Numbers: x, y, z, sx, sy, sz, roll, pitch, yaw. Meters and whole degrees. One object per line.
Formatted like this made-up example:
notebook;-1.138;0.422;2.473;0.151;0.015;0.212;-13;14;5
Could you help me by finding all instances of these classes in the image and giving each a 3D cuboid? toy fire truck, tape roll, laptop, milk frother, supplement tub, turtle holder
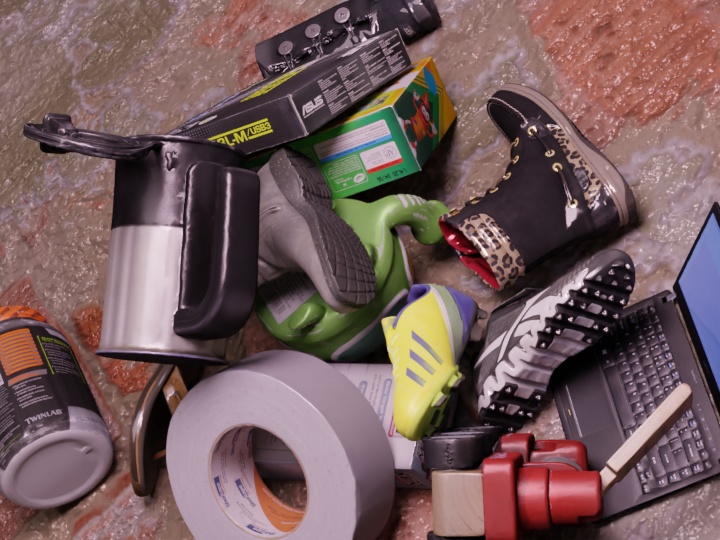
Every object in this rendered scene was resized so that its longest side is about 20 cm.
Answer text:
toy fire truck;0.158;0.154;1.109;0.200;0.176;0.129;-3;86;12
tape roll;-0.072;0.173;1.244;0.200;0.066;0.200;9;108;30
laptop;0.236;0.077;1.150;0.200;0.103;0.177;-25;52;18
milk frother;-0.192;-0.023;1.192;0.180;0.200;0.188;161;114;-69
supplement tub;-0.340;0.136;1.474;0.123;0.123;0.200;-40;49;7
turtle holder;-0.010;0.001;1.334;0.141;0.132;0.186;16;72;39

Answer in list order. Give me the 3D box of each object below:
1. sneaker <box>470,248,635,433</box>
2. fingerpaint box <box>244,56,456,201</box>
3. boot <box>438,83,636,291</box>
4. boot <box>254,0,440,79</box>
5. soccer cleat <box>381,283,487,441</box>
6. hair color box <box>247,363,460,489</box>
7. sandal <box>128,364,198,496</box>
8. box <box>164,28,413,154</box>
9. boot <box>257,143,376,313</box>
sneaker;0.153;0.043;1.217;0.200;0.066;0.091;-54;37;28
fingerpaint box;-0.022;-0.123;1.401;0.200;0.073;0.167;-18;18;22
boot;0.137;-0.077;1.304;0.151;0.073;0.200;-33;55;-9
boot;-0.025;-0.279;1.558;0.200;0.066;0.165;-30;49;20
soccer cleat;0.049;0.075;1.198;0.084;0.065;0.200;23;32;4
hair color box;-0.017;0.140;1.304;0.200;0.061;0.099;-2;63;33
sandal;-0.179;0.129;1.418;0.055;0.082;0.200;15;63;15
box;-0.078;-0.157;1.365;0.193;0.048;0.200;-16;15;40
boot;-0.069;-0.007;1.260;0.131;0.068;0.200;-44;47;19
